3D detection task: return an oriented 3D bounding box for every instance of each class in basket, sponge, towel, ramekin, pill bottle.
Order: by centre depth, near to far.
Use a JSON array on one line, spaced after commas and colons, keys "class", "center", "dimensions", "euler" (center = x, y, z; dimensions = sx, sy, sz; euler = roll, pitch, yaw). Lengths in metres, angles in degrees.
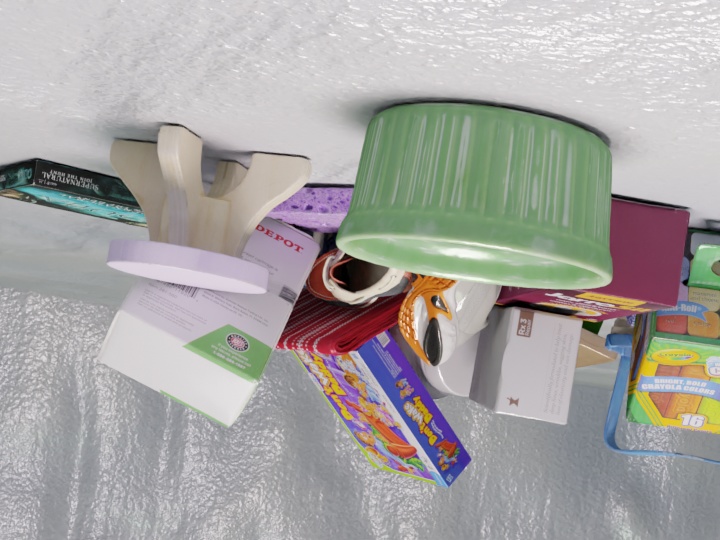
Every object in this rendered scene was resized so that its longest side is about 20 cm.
[{"class": "ramekin", "center": [0.087, -0.052, 1.072], "dimensions": [0.199, 0.098, 0.200], "euler": [8, 173, 1]}, {"class": "sponge", "center": [0.010, -0.055, 1.427], "dimensions": [0.199, 0.030, 0.111], "euler": [4, 173, 32]}, {"class": "towel", "center": [-0.046, 0.052, 1.543], "dimensions": [0.199, 0.023, 0.144], "euler": [0, -159, 45]}, {"class": "basket", "center": [0.335, 0.097, 1.547], "dimensions": [0.139, 0.201, 0.176], "euler": [14, 170, -41]}, {"class": "pill bottle", "center": [0.060, 0.079, 1.652], "dimensions": [0.119, 0.120, 0.200], "euler": [13, 179, -34]}]

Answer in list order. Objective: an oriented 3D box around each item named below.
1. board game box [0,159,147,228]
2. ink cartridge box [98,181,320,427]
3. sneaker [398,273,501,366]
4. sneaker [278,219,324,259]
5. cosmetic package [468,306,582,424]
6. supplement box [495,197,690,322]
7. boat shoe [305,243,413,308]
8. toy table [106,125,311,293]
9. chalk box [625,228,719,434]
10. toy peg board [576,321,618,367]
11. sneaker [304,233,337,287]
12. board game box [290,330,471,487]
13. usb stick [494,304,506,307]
[{"class": "board game box", "center": [-0.280, -0.078, 1.600], "dimensions": [0.199, 0.028, 0.135], "euler": [13, 171, -32]}, {"class": "ink cartridge box", "center": [-0.142, 0.028, 1.442], "dimensions": [0.146, 0.200, 0.084], "euler": [28, 134, -4]}, {"class": "sneaker", "center": [0.091, -0.009, 1.349], "dimensions": [0.092, 0.201, 0.076], "euler": [-28, -124, -32]}, {"class": "sneaker", "center": [-0.123, -0.035, 1.595], "dimensions": [0.084, 0.075, 0.200], "euler": [11, 163, -34]}, {"class": "cosmetic package", "center": [0.157, 0.089, 1.440], "dimensions": [0.074, 0.102, 0.200], "euler": [10, 179, -4]}, {"class": "supplement box", "center": [0.200, -0.009, 1.333], "dimensions": [0.110, 0.086, 0.200], "euler": [10, 173, -10]}, {"class": "boat shoe", "center": [0.000, 0.000, 1.455], "dimensions": [0.062, 0.072, 0.200], "euler": [-3, 177, -36]}, {"class": "toy table", "center": [-0.139, -0.049, 1.298], "dimensions": [0.183, 0.118, 0.200], "euler": [8, 174, 4]}, {"class": "chalk box", "center": [0.318, 0.047, 1.351], "dimensions": [0.124, 0.124, 0.200], "euler": [7, 147, 6]}, {"class": "toy peg board", "center": [0.190, 0.024, 1.695], "dimensions": [0.198, 0.098, 0.200], "euler": [25, 171, -4]}, {"class": "sneaker", "center": [-0.064, -0.012, 1.664], "dimensions": [0.115, 0.081, 0.199], "euler": [9, 175, -23]}, {"class": "board game box", "center": [0.018, 0.138, 1.607], "dimensions": [0.134, 0.045, 0.200], "euler": [6, 135, 53]}, {"class": "usb stick", "center": [0.114, 0.017, 1.549], "dimensions": [0.199, 0.033, 0.055], "euler": [11, 167, 20]}]
